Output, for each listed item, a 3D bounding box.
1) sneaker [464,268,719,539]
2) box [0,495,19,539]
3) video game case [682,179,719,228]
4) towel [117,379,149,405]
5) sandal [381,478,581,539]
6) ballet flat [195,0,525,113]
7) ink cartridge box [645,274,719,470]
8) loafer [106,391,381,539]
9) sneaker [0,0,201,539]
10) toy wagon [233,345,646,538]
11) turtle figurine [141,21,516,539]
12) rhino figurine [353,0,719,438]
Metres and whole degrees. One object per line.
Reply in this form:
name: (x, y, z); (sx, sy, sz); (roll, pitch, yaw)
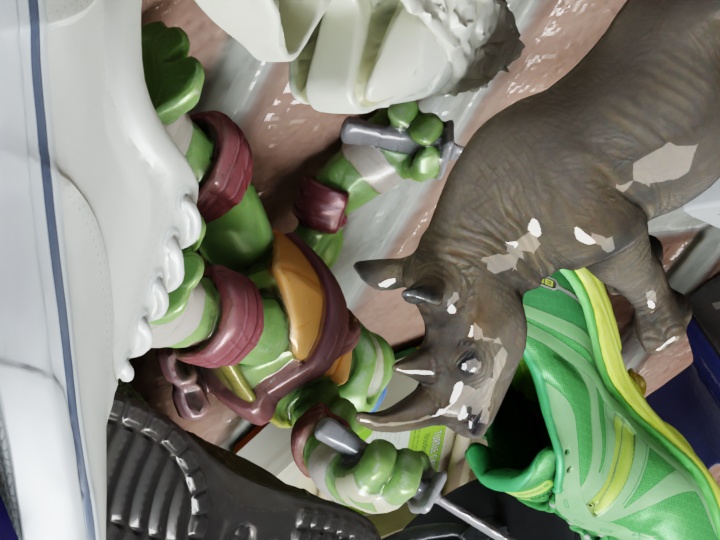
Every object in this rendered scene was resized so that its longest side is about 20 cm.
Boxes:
sneaker: (0.083, 0.074, 0.861); (0.084, 0.201, 0.074); (-42, -160, -32)
box: (-0.204, 0.083, 0.602); (0.105, 0.185, 0.200); (7, 133, -45)
video game case: (0.233, -0.031, 0.763); (0.199, 0.018, 0.143); (-8, 168, 29)
towel: (-0.138, 0.096, 0.826); (0.148, 0.037, 0.200); (-30, 150, -3)
sandal: (0.011, 0.152, 0.921); (0.199, 0.076, 0.043); (-32, 152, 2)
ballet flat: (-0.015, -0.085, 0.628); (0.072, 0.072, 0.200); (-37, 146, 11)
ink cartridge box: (0.211, 0.044, 0.912); (0.199, 0.198, 0.047); (-34, 119, 6)
loafer: (-0.080, 0.088, 0.760); (0.200, 0.071, 0.073); (32, 81, -41)
sneaker: (-0.077, -0.006, 0.589); (0.070, 0.202, 0.073); (-6, -173, -22)
toy wagon: (0.034, 0.079, 0.950); (0.199, 0.040, 0.156); (-20, 149, -20)
turtle figurine: (0.000, 0.000, 0.705); (0.194, 0.199, 0.145); (35, 77, -53)
rhino figurine: (0.071, -0.021, 0.655); (0.200, 0.060, 0.088); (-42, 118, -7)
